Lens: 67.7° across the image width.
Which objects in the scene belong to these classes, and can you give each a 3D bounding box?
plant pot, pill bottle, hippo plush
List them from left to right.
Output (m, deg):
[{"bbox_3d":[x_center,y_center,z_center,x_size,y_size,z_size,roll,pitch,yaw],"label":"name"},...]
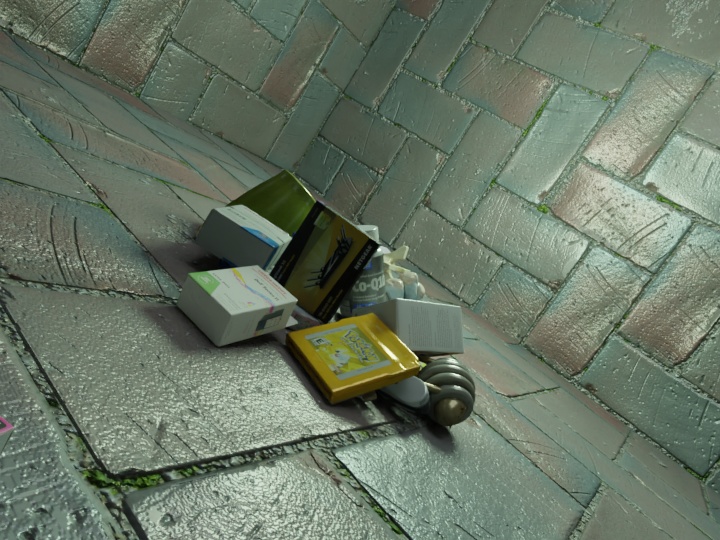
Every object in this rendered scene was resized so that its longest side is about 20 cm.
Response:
[{"bbox_3d":[-0.221,-0.151,1.392,0.200,0.193,0.200,47,-5,5],"label":"plant pot"},{"bbox_3d":[0.000,0.000,1.252,0.113,0.201,0.114,-4,14,1],"label":"pill bottle"},{"bbox_3d":[0.113,0.120,1.352,0.159,0.200,0.161,19,23,-50],"label":"hippo plush"}]

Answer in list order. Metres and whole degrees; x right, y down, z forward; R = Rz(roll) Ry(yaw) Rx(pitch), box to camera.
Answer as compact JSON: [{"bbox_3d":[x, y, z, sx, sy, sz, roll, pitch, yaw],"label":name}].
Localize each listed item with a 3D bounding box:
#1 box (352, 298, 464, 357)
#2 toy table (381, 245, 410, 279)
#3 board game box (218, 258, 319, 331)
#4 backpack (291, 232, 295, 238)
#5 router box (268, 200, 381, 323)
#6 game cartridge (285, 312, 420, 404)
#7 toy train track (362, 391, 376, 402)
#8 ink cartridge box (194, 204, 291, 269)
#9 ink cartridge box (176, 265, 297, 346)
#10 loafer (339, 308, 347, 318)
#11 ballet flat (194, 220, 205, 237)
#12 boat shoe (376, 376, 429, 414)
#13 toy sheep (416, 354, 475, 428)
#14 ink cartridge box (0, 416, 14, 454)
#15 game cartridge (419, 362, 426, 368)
[{"bbox_3d":[0.103,0.133,1.174,0.199,0.107,0.152,9,-17,-37],"label":"box"},{"bbox_3d":[0.108,-0.019,2.078,0.117,0.185,0.200,20,15,29],"label":"toy table"},{"bbox_3d":[-0.198,0.043,1.137,0.198,0.044,0.200,28,11,-26],"label":"board game box"},{"bbox_3d":[-0.113,-0.017,1.339,0.199,0.155,0.190,35,5,14],"label":"backpack"},{"bbox_3d":[-0.075,-0.018,1.106,0.157,0.201,0.052,34,8,5],"label":"router box"},{"bbox_3d":[-0.012,0.151,0.985,0.199,0.033,0.176,-12,37,-32],"label":"game cartridge"},{"bbox_3d":[-0.009,0.179,1.048,0.200,0.114,0.033,-116,-169,-49],"label":"toy train track"},{"bbox_3d":[-0.243,-0.067,1.151,0.146,0.086,0.200,32,8,-2],"label":"ink cartridge box"},{"bbox_3d":[-0.193,0.052,0.920,0.117,0.068,0.200,37,24,24],"label":"ink cartridge box"},{"bbox_3d":[-0.001,0.127,1.319,0.069,0.070,0.200,-8,12,-19],"label":"loafer"},{"bbox_3d":[-0.346,-0.103,1.311,0.075,0.064,0.200,30,10,-11],"label":"ballet flat"},{"bbox_3d":[0.055,0.217,1.057,0.199,0.072,0.068,24,-32,37],"label":"boat shoe"},{"bbox_3d":[0.171,0.242,1.109,0.137,0.138,0.200,31,28,-13],"label":"toy sheep"},{"bbox_3d":[-0.343,0.118,0.344,0.094,0.037,0.200,35,12,9],"label":"ink cartridge box"},{"bbox_3d":[0.148,0.245,1.295,0.133,0.041,0.200,21,15,-35],"label":"game cartridge"}]
